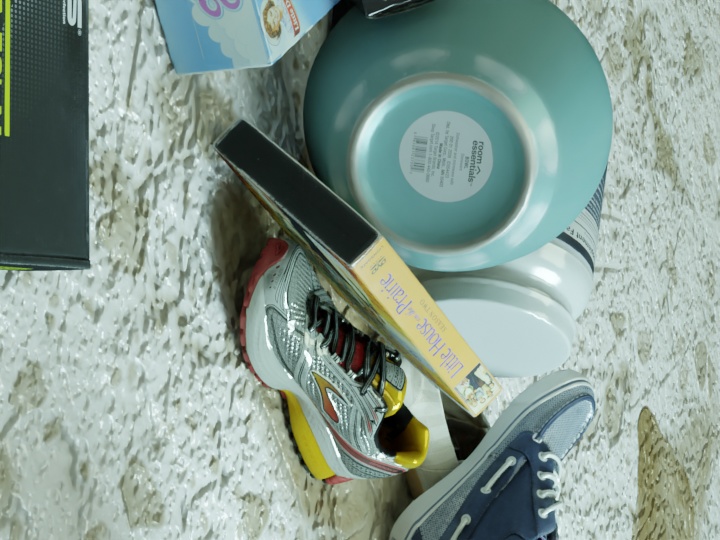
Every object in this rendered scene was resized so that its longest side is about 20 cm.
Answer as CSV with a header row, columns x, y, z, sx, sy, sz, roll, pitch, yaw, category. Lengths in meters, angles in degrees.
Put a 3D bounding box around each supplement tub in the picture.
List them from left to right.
x,y,z,sx,sy,sz,roll,pitch,yaw,category
0.101,-0.039,1.476,0.140,0.140,0.200,50,44,-52,supplement tub

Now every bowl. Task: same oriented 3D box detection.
x,y,z,sx,sy,sz,roll,pitch,yaw,category
0.054,-0.079,1.290,0.105,0.201,0.201,-66,146,-68,bowl

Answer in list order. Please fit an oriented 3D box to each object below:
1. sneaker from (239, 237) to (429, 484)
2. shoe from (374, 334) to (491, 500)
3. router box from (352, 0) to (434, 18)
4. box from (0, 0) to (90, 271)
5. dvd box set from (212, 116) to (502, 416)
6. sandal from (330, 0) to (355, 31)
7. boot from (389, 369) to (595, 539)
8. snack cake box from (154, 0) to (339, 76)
x,y,z,sx,sy,sz,roll,pitch,yaw,category
-0.013,0.054,1.294,0.200,0.082,0.078,62,36,-40,sneaker
0.061,0.121,1.475,0.200,0.053,0.070,63,35,-41,shoe
-0.010,-0.271,1.269,0.150,0.062,0.200,-123,-164,-63,router box
-0.195,-0.101,0.970,0.193,0.047,0.200,6,82,-62,box
0.000,0.000,1.276,0.029,0.146,0.200,-45,142,-4,dvd box set
0.020,-0.210,1.406,0.048,0.075,0.201,20,78,-56,sandal
0.118,0.157,1.453,0.200,0.090,0.073,-43,137,-21,boot
-0.081,-0.228,1.197,0.115,0.067,0.200,-53,134,-54,snack cake box
